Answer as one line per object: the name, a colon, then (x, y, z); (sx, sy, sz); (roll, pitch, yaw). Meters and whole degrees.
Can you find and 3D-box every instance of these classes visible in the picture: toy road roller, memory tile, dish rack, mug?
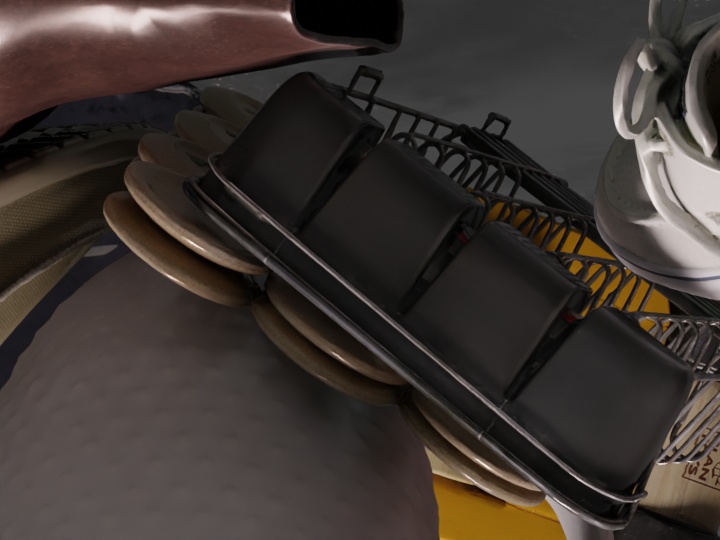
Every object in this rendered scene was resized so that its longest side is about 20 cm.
toy road roller: (0.060, 0.044, 0.996); (0.199, 0.123, 0.146); (21, 180, -31)
memory tile: (0.000, 0.000, 0.776); (0.153, 0.017, 0.200); (34, -166, -3)
dish rack: (0.053, 0.005, 0.745); (0.153, 0.055, 0.200); (40, -168, 19)
mug: (-0.022, 0.082, 0.763); (0.199, 0.176, 0.148); (4, 134, -2)

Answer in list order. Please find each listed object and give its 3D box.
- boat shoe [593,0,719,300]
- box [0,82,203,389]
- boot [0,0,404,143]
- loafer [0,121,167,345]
boat shoe: (0.095, -0.040, 0.602); (0.086, 0.075, 0.202); (19, 167, -23)
box: (-0.141, 0.029, 0.980); (0.196, 0.201, 0.117); (10, 169, 31)
boot: (-0.068, -0.066, 0.731); (0.166, 0.073, 0.200); (4, 178, 13)
loafer: (-0.140, 0.010, 0.798); (0.200, 0.069, 0.076); (-28, -162, -30)
